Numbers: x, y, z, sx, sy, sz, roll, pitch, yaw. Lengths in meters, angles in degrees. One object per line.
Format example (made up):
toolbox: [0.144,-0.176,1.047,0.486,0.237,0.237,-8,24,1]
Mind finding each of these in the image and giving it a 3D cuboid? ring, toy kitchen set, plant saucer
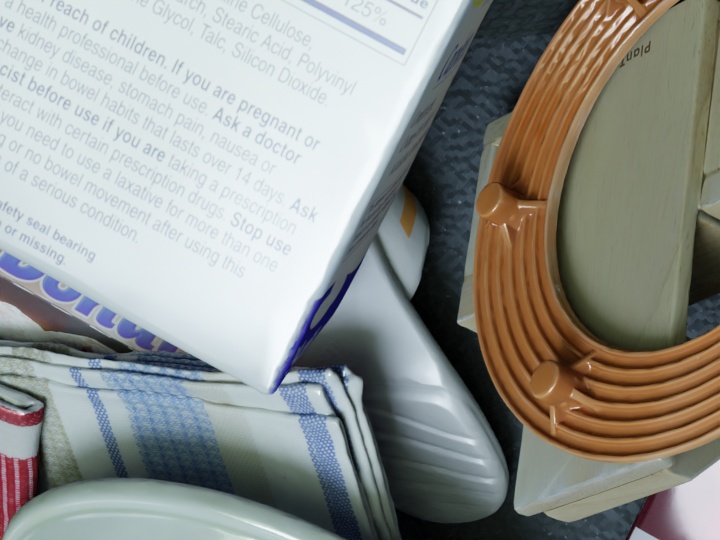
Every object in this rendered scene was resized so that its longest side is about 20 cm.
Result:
ring: [0.099,-0.038,0.864,0.019,0.200,0.200,26,116,-33]
toy kitchen set: [0.155,0.022,0.929,0.180,0.163,0.200,25,150,-28]
plant saucer: [-0.044,0.151,1.019,0.200,0.050,0.200,17,146,12]

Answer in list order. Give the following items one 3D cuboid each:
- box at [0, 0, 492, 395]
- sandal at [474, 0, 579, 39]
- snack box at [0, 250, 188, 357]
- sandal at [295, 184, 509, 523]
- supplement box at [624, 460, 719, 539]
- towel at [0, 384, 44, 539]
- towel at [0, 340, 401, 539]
box: [-0.055,-0.098,0.898,0.184,0.105,0.200,29,107,5]
sandal: [0.109,-0.133,0.956,0.200,0.075,0.048,-23,64,12]
snack box: [-0.095,0.036,1.059,0.200,0.024,0.072,29,144,9]
sandal: [-0.007,0.002,1.029,0.079,0.059,0.207,-13,121,33]
supplement box: [0.188,0.128,0.996,0.200,0.061,0.109,27,111,10]
towel: [-0.194,0.103,1.091,0.144,0.023,0.200,20,130,11]
towel: [-0.073,0.087,1.047,0.200,0.024,0.147,4,126,30]
